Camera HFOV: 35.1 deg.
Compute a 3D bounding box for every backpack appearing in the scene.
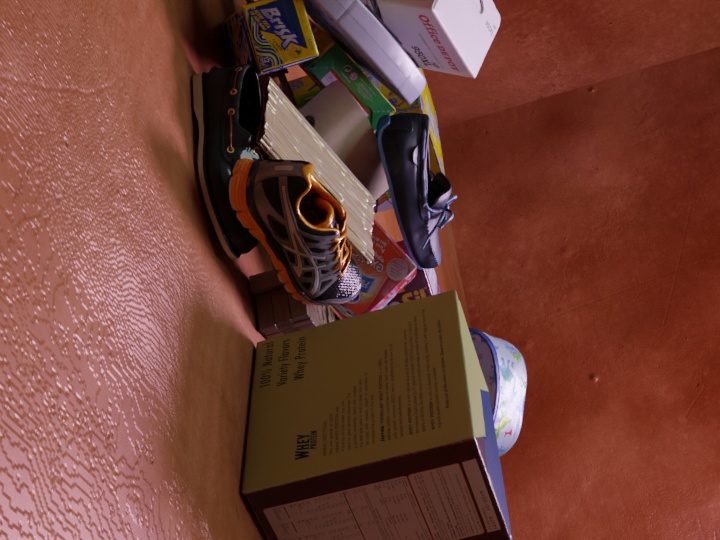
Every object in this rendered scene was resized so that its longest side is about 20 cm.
[{"bbox_3d":[0.098,0.157,1.436,0.146,0.198,0.185,25,65,-51],"label":"backpack"}]

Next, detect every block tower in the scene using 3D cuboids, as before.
[{"bbox_3d":[-0.056,0.061,1.185,0.200,0.053,0.058,57,20,-61],"label":"block tower"}]

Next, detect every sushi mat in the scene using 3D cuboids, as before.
[{"bbox_3d":[-0.039,-0.097,1.137,0.200,0.012,0.096,47,31,-39],"label":"sushi mat"}]

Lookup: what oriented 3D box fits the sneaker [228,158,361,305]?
[{"bbox_3d":[-0.043,-0.031,1.050,0.200,0.076,0.079,49,41,-47],"label":"sneaker"}]

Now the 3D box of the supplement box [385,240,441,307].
[{"bbox_3d":[0.056,0.072,1.598,0.103,0.129,0.202,-84,157,-64],"label":"supplement box"}]

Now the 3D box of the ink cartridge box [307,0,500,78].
[{"bbox_3d":[0.040,-0.303,1.290,0.145,0.198,0.085,42,69,-55],"label":"ink cartridge box"}]

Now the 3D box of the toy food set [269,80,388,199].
[{"bbox_3d":[-0.047,-0.106,1.263,0.060,0.143,0.200,47,-6,28],"label":"toy food set"}]

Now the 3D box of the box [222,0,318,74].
[{"bbox_3d":[-0.098,-0.244,1.195,0.200,0.064,0.071,-147,-141,-76],"label":"box"}]

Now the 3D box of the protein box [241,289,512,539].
[{"bbox_3d":[0.015,0.150,1.019,0.200,0.198,0.136,-91,163,-55],"label":"protein box"}]

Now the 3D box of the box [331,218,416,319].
[{"bbox_3d":[0.000,0.000,1.315,0.096,0.100,0.200,46,1,4],"label":"box"}]

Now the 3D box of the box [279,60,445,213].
[{"bbox_3d":[-0.002,-0.172,1.440,0.201,0.190,0.123,-90,162,-56],"label":"box"}]

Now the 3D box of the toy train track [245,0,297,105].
[{"bbox_3d":[-0.129,-0.286,1.357,0.115,0.032,0.202,-28,96,-83],"label":"toy train track"}]

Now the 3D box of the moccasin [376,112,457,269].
[{"bbox_3d":[0.070,-0.082,1.263,0.081,0.067,0.201,-92,167,-47],"label":"moccasin"}]

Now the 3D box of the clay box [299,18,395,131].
[{"bbox_3d":[-0.040,-0.239,1.332,0.115,0.048,0.200,45,4,-31],"label":"clay box"}]

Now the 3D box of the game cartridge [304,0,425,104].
[{"bbox_3d":[-0.012,-0.257,1.192,0.200,0.041,0.133,40,8,-46],"label":"game cartridge"}]

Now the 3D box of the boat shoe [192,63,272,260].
[{"bbox_3d":[-0.116,-0.107,1.070,0.074,0.062,0.204,60,19,-61],"label":"boat shoe"}]
